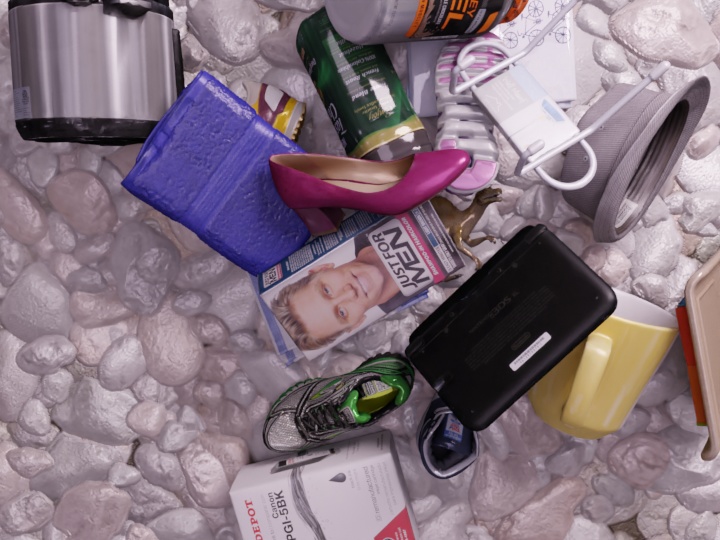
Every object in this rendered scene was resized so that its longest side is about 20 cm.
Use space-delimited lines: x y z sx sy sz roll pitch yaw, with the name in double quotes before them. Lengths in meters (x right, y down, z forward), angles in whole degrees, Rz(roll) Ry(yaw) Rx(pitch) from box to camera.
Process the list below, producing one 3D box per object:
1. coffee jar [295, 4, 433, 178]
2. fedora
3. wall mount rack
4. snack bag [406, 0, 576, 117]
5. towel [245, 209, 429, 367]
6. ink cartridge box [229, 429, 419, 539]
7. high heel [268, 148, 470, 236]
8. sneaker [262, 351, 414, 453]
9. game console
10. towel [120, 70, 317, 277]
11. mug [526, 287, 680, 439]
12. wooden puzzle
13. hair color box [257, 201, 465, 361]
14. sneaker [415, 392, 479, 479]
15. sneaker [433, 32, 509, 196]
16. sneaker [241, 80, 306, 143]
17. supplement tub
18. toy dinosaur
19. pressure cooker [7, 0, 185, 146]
"coffee jar" 0.005 -0.187 0.817 0.085 0.104 0.200 -25 87 -9
"fedora" 0.286 -0.132 0.810 0.090 0.177 0.200 33 110 28
"wall mount rack" 0.194 -0.188 0.743 0.173 0.075 0.200 -32 74 -10
"snack bag" 0.145 -0.277 0.853 0.199 0.021 0.189 -3 96 3
"towel" -0.033 0.008 0.870 0.200 0.024 0.147 -26 79 12
"ink cartridge box" -0.041 0.295 0.894 0.199 0.083 0.147 -15 96 4
"high heel" 0.004 -0.100 0.731 0.199 0.068 0.096 -20 120 24
"sneaker" -0.030 0.160 0.878 0.200 0.085 0.078 -29 94 6
"game console" 0.155 0.054 0.804 0.200 0.116 0.176 -44 59 7
"towel" -0.134 -0.096 0.796 0.200 0.050 0.148 37 92 -20
"mug" 0.245 0.102 0.823 0.186 0.149 0.154 4 110 -39
"wooden puzzle" 0.384 0.082 0.813 0.037 0.185 0.201 -3 99 35
"hair color box" 0.000 0.000 0.790 0.200 0.061 0.100 -32 114 4
"sneaker" 0.115 0.143 0.856 0.070 0.109 0.201 16 97 1
"sneaker" 0.118 -0.169 0.825 0.080 0.088 0.201 6 76 5
"sneaker" -0.138 -0.120 0.861 0.090 0.075 0.201 25 88 -2
"supplement tub" 0.071 -0.296 0.750 0.199 0.122 0.123 -14 96 -29
"toy dinosaur" 0.085 -0.034 0.876 0.199 0.058 0.101 -20 84 20
"pressure cooker" -0.286 -0.238 0.801 0.175 0.179 0.201 -1 97 6
